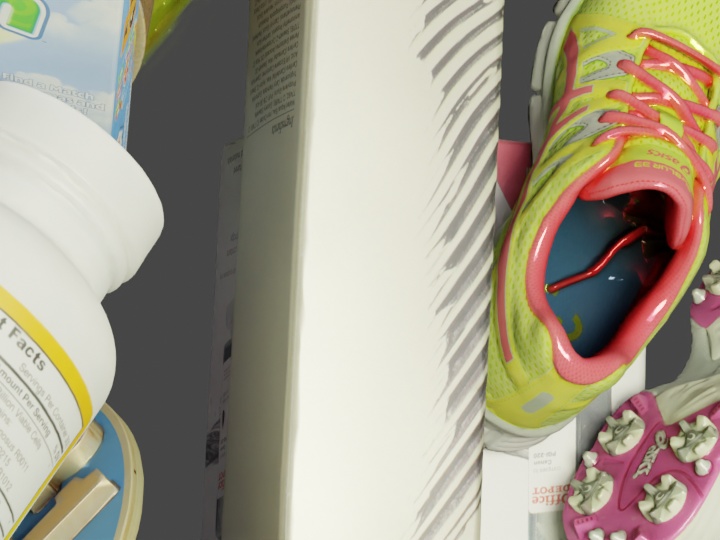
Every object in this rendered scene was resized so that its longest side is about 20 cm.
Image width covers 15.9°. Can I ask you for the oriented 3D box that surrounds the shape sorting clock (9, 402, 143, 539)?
[{"bbox_3d":[-0.148,0.112,0.791,0.200,0.200,0.039,-46,119,-18],"label":"shape sorting clock"}]

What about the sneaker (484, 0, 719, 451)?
[{"bbox_3d":[0.094,-0.034,0.862,0.078,0.090,0.201,25,73,-13],"label":"sneaker"}]

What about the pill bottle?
[{"bbox_3d":[-0.139,0.042,0.737,0.104,0.104,0.201,39,63,-11],"label":"pill bottle"}]

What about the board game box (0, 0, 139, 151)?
[{"bbox_3d":[-0.144,-0.076,0.792,0.150,0.200,0.037,16,60,0],"label":"board game box"}]

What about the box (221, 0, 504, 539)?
[{"bbox_3d":[0.000,0.000,0.830,0.068,0.082,0.202,4,84,-17],"label":"box"}]

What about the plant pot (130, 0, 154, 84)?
[{"bbox_3d":[-0.134,-0.180,0.851,0.185,0.186,0.201,24,61,-16],"label":"plant pot"}]

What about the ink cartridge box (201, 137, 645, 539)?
[{"bbox_3d":[0.022,0.055,0.918,0.145,0.085,0.202,5,84,-19],"label":"ink cartridge box"}]

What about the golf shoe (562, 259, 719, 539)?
[{"bbox_3d":[0.152,0.044,0.901,0.200,0.075,0.092,-50,119,-16],"label":"golf shoe"}]
